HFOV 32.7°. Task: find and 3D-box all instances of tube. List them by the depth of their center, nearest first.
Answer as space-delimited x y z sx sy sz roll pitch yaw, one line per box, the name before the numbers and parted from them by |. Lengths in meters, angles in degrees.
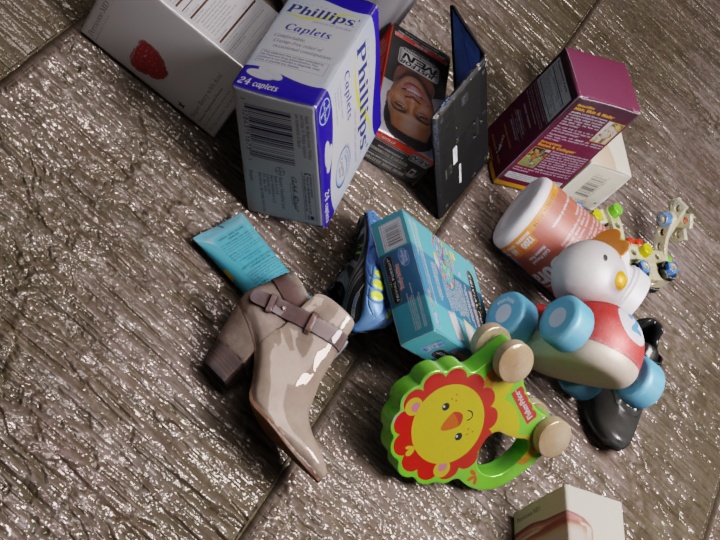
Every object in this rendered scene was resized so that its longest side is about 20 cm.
tube | -0.096 0.022 1.360 0.200 0.050 0.077 49 41 9

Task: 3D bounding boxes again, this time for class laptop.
laptop | 0.111 -0.207 1.593 0.102 0.179 0.201 24 57 26

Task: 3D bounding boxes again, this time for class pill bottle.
pill bottle | 0.280 -0.020 1.611 0.199 0.112 0.113 39 46 -7

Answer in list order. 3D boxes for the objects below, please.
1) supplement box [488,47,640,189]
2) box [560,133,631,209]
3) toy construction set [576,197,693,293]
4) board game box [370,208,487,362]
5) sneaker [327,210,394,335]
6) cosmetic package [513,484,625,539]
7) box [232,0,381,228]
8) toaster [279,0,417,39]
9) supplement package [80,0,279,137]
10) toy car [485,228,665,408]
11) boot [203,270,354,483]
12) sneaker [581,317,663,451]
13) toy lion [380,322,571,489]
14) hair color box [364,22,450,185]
supplement box | 0.268 -0.198 1.660 0.109 0.200 0.087 9 55 -30
box | 0.319 -0.202 1.778 0.077 0.095 0.203 14 52 -27
toy construction set | 0.384 -0.041 1.725 0.197 0.092 0.133 -6 64 -26
board game box | 0.091 0.037 1.420 0.199 0.046 0.153 34 38 -56
sneaker | 0.000 0.000 1.421 0.071 0.082 0.201 54 24 -30
cosmetic package | 0.230 0.351 1.333 0.086 0.103 0.203 21 49 -24
box | -0.055 -0.189 1.410 0.103 0.186 0.201 14 49 14
toaster | -0.027 -0.401 1.642 0.179 0.119 0.203 -6 65 -37
supplement package | -0.201 -0.282 1.432 0.199 0.121 0.120 38 46 -8
toy car | 0.283 0.033 1.485 0.183 0.176 0.203 34 71 -33
boot | -0.062 0.100 1.278 0.146 0.070 0.200 -41 79 -17
sneaker | 0.341 0.137 1.566 0.075 0.091 0.202 32 48 -16
toy lion | 0.119 0.169 1.355 0.191 0.069 0.201 -37 123 -9
hair color box | 0.056 -0.222 1.621 0.100 0.061 0.202 26 50 -20
